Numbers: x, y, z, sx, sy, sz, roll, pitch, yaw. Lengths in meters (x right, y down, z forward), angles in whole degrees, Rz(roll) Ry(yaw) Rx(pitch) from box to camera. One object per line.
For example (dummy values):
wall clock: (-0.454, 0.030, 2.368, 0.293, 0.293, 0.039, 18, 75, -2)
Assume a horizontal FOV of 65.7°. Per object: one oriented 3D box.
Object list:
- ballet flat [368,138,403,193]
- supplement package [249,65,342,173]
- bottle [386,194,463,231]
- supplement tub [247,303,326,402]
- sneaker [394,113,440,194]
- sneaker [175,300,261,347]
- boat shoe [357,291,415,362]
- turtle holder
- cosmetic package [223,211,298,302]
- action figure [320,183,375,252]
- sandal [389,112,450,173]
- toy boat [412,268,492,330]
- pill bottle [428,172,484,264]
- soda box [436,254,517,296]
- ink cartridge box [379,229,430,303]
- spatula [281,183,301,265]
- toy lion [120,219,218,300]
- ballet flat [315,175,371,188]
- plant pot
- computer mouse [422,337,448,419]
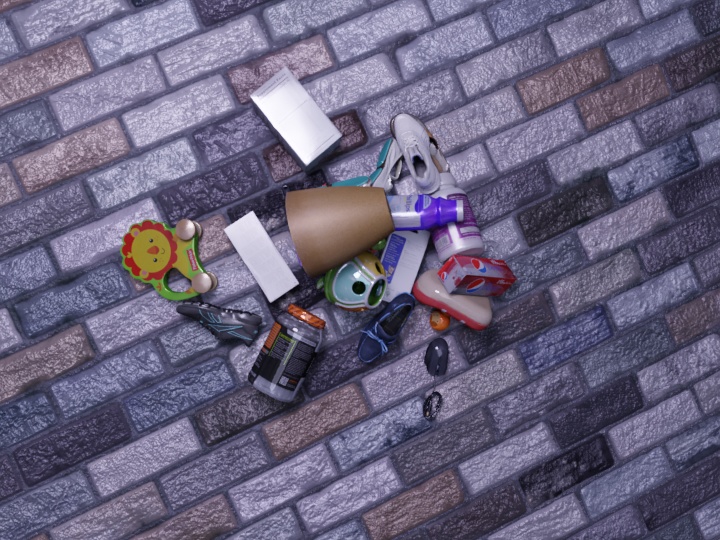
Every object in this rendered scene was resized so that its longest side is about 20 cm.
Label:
ballet flat: (0.057, -0.225, 1.318, 0.069, 0.069, 0.201, 29, 63, -6)
supplement package: (-0.149, -0.345, 1.293, 0.113, 0.110, 0.201, -40, 94, -5)
bottle: (0.129, -0.130, 1.245, 0.197, 0.066, 0.084, -1, 46, 10)
supplement tub: (-0.164, 0.187, 1.285, 0.122, 0.123, 0.202, 28, 87, -6)
sneaker: (0.128, -0.278, 1.281, 0.074, 0.087, 0.202, -26, 74, 14)
sneaker: (-0.332, 0.121, 1.289, 0.198, 0.075, 0.080, 14, 91, -6)
boat shoe: (0.054, 0.137, 1.319, 0.084, 0.069, 0.201, 28, 104, -9)
turtle holder: (0.002, 0.008, 1.278, 0.131, 0.141, 0.186, 29, 77, 36)
cosmetic package: (-0.231, -0.032, 1.313, 0.082, 0.051, 0.201, -32, 94, -4)
action figure: (-0.009, -0.137, 1.330, 0.099, 0.065, 0.201, -38, 94, 4)
sandal: (0.151, -0.301, 1.355, 0.081, 0.055, 0.201, -35, 94, -6)
toy boat: (0.210, 0.090, 1.343, 0.199, 0.131, 0.131, 30, 116, -6)
pill bottle: (0.212, -0.123, 1.319, 0.111, 0.112, 0.202, -13, 73, -6)
soda box: (0.275, 0.014, 1.308, 0.198, 0.070, 0.064, 4, 45, -41)
ink cartridge box: (0.094, -0.019, 1.357, 0.098, 0.039, 0.202, 21, 89, -6)
spatula: (-0.150, -0.113, 1.337, 0.056, 0.021, 0.202, -19, 91, -5)
toy lion: (-0.449, -0.024, 1.287, 0.189, 0.069, 0.202, -17, 92, 1)
ballet flat: (-0.062, -0.164, 1.273, 0.198, 0.076, 0.064, -11, 124, 16)
plant pot: (-0.033, -0.102, 1.173, 0.198, 0.186, 0.189, -16, 92, 6)
computer mouse: (0.184, 0.266, 1.369, 0.058, 0.034, 0.203, 6, 90, -7)
